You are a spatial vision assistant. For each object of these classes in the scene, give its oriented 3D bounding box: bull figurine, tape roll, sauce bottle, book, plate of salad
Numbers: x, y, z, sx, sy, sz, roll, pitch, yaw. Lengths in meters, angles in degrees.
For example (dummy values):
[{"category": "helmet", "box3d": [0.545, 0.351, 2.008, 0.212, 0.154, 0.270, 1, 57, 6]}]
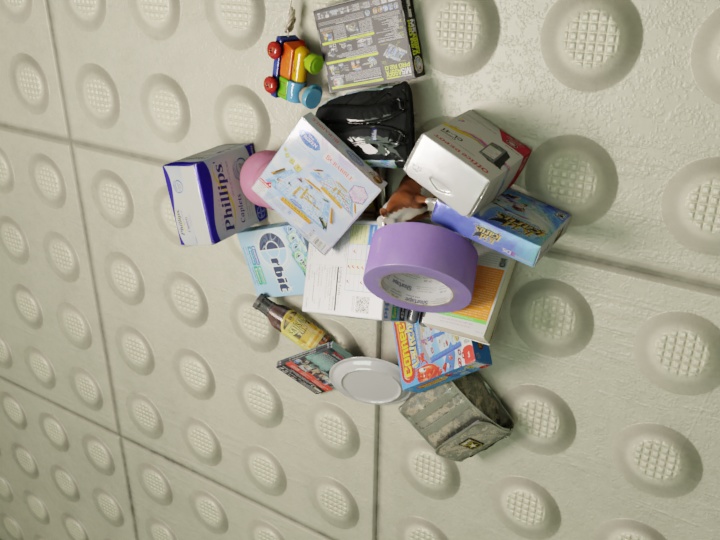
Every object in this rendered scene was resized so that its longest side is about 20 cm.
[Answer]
[{"category": "bull figurine", "box3d": [0.105, -0.131, 1.365, 0.120, 0.201, 0.066, 5, 128, 14]}, {"category": "tape roll", "box3d": [0.108, -0.002, 1.303, 0.198, 0.086, 0.200, 12, 156, 5]}, {"category": "sauce bottle", "box3d": [-0.168, 0.128, 1.727, 0.199, 0.066, 0.066, 34, 127, 0]}, {"category": "book", "box3d": [0.211, 0.026, 1.380, 0.133, 0.048, 0.201, 14, 75, 29]}, {"category": "plate of salad", "box3d": [0.027, 0.247, 1.656, 0.198, 0.048, 0.201, 8, 141, 6]}]

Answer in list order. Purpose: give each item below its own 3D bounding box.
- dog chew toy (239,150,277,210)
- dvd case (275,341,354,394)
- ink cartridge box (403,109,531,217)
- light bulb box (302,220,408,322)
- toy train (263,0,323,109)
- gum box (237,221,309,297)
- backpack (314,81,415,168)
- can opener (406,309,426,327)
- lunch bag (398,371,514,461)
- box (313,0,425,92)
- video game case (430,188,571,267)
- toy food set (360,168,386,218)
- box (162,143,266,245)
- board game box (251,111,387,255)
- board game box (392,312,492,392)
[{"category": "dog chew toy", "box3d": [-0.179, -0.184, 1.538, 0.200, 0.124, 0.126, 35, 134, 56]}, {"category": "dvd case", "box3d": [-0.087, 0.236, 1.728, 0.199, 0.022, 0.146, -23, 130, 40]}, {"category": "ink cartridge box", "box3d": [0.191, -0.192, 1.267, 0.147, 0.200, 0.086, 37, 127, 13]}, {"category": "light bulb box", "box3d": [0.000, 0.000, 1.494, 0.199, 0.124, 0.200, 5, 88, 32]}, {"category": "toy train", "box3d": [-0.119, -0.428, 1.428, 0.115, 0.084, 0.201, 34, 127, 32]}, {"category": "gum box", "box3d": [-0.183, -0.025, 1.700, 0.199, 0.044, 0.171, -5, 109, 35]}, {"category": "backpack", "box3d": [0.006, -0.269, 1.394, 0.198, 0.154, 0.165, -3, 92, 11]}, {"category": "can opener", "box3d": [0.137, 0.012, 1.451, 0.052, 0.066, 0.202, 13, 86, -7]}, {"category": "lunch bag", "box3d": [0.209, 0.310, 1.548, 0.200, 0.118, 0.164, 47, 126, 0]}, {"category": "box", "box3d": [0.015, -0.434, 1.374, 0.199, 0.044, 0.162, 0, 112, 35]}, {"category": "video game case", "box3d": [0.252, -0.095, 1.284, 0.199, 0.181, 0.046, 27, 124, 21]}, {"category": "toy food set", "box3d": [-0.035, -0.173, 1.520, 0.199, 0.060, 0.145, 8, 116, 31]}, {"category": "box", "box3d": [-0.321, -0.173, 1.623, 0.104, 0.200, 0.186, 4, 114, 32]}, {"category": "board game box", "box3d": [-0.082, -0.162, 1.387, 0.200, 0.041, 0.200, 43, 125, -2]}, {"category": "board game box", "box3d": [0.157, 0.122, 1.466, 0.195, 0.056, 0.202, -30, 58, 39]}]
